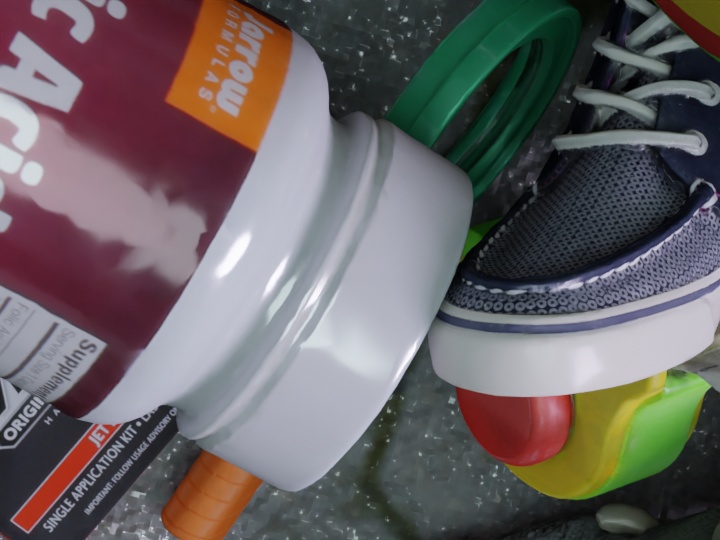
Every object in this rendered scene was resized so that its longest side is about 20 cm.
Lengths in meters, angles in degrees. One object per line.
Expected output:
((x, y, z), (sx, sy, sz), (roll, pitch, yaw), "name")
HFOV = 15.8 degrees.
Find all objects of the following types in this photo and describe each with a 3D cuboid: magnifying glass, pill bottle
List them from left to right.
((-0.080, -0.032, 0.651), (0.200, 0.114, 0.114), (29, 101, -14), "pill bottle")
((0.000, 0.000, 0.758), (0.022, 0.080, 0.200), (38, 111, 16), "magnifying glass")

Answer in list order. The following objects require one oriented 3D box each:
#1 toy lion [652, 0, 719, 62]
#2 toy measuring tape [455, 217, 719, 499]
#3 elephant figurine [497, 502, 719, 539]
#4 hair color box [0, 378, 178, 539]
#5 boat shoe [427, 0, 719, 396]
((0.045, -0.120, 0.596), (0.069, 0.192, 0.200), (-44, 137, 0), "toy lion")
((0.086, 0.045, 0.720), (0.073, 0.200, 0.074), (-20, 125, -31), "toy measuring tape")
((0.130, 0.104, 0.748), (0.200, 0.155, 0.142), (-27, 83, -8), "elephant figurine")
((-0.132, -0.017, 0.740), (0.200, 0.061, 0.102), (39, 99, -13), "hair color box")
((0.074, -0.039, 0.692), (0.074, 0.200, 0.093), (5, 110, 27), "boat shoe")
